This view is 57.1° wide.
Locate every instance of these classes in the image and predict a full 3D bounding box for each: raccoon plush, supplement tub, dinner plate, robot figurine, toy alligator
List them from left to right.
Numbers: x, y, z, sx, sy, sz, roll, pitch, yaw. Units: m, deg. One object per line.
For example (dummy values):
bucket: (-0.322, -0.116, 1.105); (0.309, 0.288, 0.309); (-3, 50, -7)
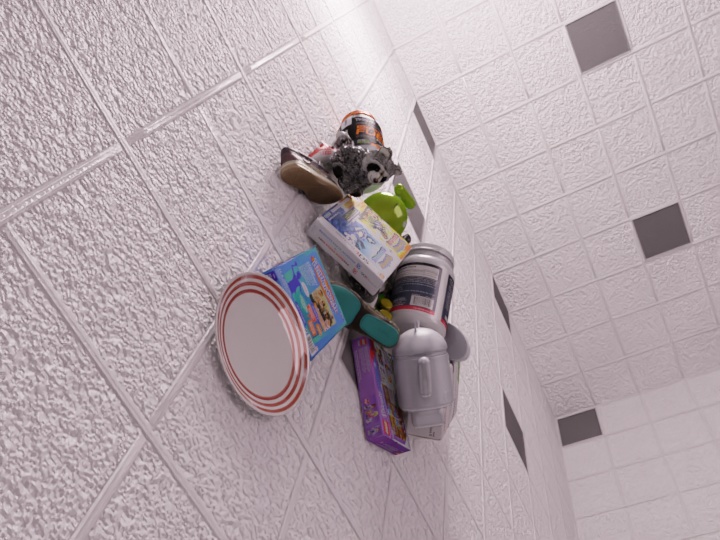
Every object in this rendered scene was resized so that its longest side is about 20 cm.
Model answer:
dinner plate: (-0.138, 0.102, 0.923); (0.200, 0.024, 0.205); (39, 43, -47)
supplement tub: (0.001, -0.300, 1.650); (0.123, 0.120, 0.203); (50, 26, -44)
raccoon plush: (0.009, -0.250, 1.384); (0.097, 0.132, 0.204); (38, 34, -54)
toy alligator: (0.036, 0.084, 1.446); (0.053, 0.060, 0.202); (20, 34, -9)
robot figurine: (0.048, -0.121, 1.547); (0.115, 0.176, 0.200); (41, -3, -4)
supplement tub: (0.139, 0.056, 1.500); (0.141, 0.137, 0.204); (49, 46, -45)
robot figurine: (0.122, 0.202, 1.303); (0.170, 0.110, 0.206); (114, -31, -86)

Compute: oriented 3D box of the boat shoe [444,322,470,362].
boat shoe: (0.193, 0.160, 1.531); (0.065, 0.073, 0.199); (35, -6, -37)

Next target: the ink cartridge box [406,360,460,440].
ink cartridge box: (0.167, 0.273, 1.481); (0.200, 0.082, 0.150); (-15, 109, -72)

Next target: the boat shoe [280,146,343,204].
boat shoe: (-0.096, -0.190, 1.329); (0.199, 0.071, 0.066); (24, 52, -58)

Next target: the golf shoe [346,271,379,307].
golf shoe: (0.000, 0.000, 1.425); (0.096, 0.076, 0.203); (82, 1, -47)

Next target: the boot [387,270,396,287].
boot: (0.117, 0.053, 1.712); (0.199, 0.066, 0.134); (16, 59, -59)

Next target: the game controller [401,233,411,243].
game controller: (0.065, -0.038, 1.575); (0.043, 0.103, 0.200); (61, 19, -6)

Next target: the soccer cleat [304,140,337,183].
soccer cleat: (-0.073, -0.228, 1.442); (0.086, 0.068, 0.200); (57, 14, 0)

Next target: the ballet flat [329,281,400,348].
ballet flat: (-0.010, 0.082, 1.268); (0.198, 0.069, 0.075); (35, 0, -23)

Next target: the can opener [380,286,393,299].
can opener: (0.094, 0.142, 1.561); (0.052, 0.066, 0.204); (-19, 86, -33)

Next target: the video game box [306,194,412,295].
video game box: (0.003, -0.061, 1.353); (0.182, 0.047, 0.200); (44, 31, 0)

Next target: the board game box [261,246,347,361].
board game box: (-0.095, 0.054, 1.102); (0.155, 0.044, 0.200); (67, 19, -4)

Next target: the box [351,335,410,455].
box: (0.040, 0.244, 1.295); (0.137, 0.038, 0.204); (45, 30, -53)
